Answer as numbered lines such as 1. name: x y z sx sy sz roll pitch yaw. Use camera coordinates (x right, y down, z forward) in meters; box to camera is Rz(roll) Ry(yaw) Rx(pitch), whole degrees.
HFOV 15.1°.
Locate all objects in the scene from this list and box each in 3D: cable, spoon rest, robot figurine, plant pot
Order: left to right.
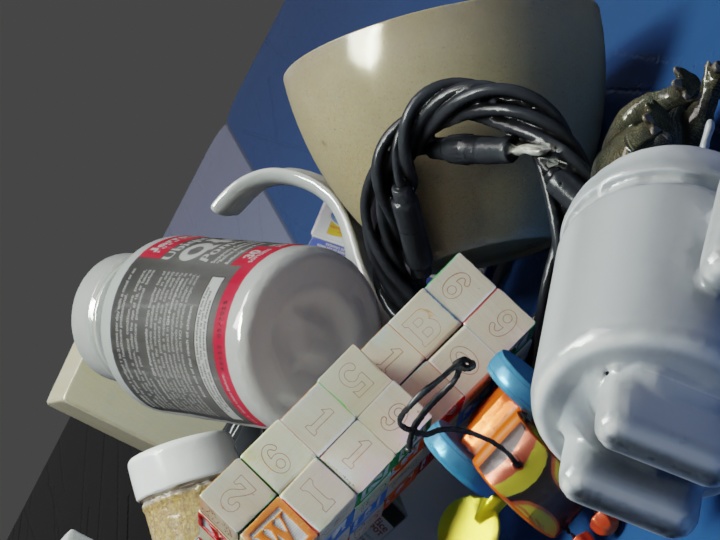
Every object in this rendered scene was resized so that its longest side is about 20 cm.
1. spoon rest: 0.000 0.000 1.688 0.061 0.200 0.099 -54 -14 14
2. plant pot: 0.064 -0.074 1.656 0.200 0.199 0.135 146 113 -66
3. cable: 0.062 -0.013 1.549 0.051 0.163 0.200 -35 -13 -45
4. robot figurine: 0.140 0.024 1.232 0.170 0.112 0.201 124 166 -46

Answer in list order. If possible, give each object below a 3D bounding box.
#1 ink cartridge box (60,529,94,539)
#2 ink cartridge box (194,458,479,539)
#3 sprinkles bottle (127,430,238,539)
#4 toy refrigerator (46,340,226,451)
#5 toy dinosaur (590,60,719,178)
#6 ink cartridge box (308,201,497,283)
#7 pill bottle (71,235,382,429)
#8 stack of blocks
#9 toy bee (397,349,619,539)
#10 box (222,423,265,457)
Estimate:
1. ink cartridge box: -0.182 0.305 1.923 0.083 0.145 0.201 -51 17 37
2. ink cartridge box: -0.038 0.164 1.565 0.200 0.083 0.147 -39 3 -22
3. sprinkles bottle: -0.084 0.201 1.658 0.068 0.068 0.201 -37 67 64
4. toy refrigerator: -0.114 0.106 1.924 0.070 0.199 0.076 -66 12 -10
5. toy dinosaur: 0.153 -0.061 1.443 0.102 0.077 0.201 -41 27 44
6. ink cartridge box: 0.047 -0.058 1.778 0.042 0.119 0.201 79 -148 -67
7. pill bottle: -0.088 0.035 1.650 0.199 0.111 0.111 5 66 50
8. stack of blocks: 0.004 0.085 1.444 0.200 0.059 0.115 -44 -12 -16
9. toy bee: 0.083 0.103 1.375 0.131 0.109 0.200 -52 -12 30
10. box: -0.069 0.190 1.779 0.201 0.106 0.122 -59 15 18
